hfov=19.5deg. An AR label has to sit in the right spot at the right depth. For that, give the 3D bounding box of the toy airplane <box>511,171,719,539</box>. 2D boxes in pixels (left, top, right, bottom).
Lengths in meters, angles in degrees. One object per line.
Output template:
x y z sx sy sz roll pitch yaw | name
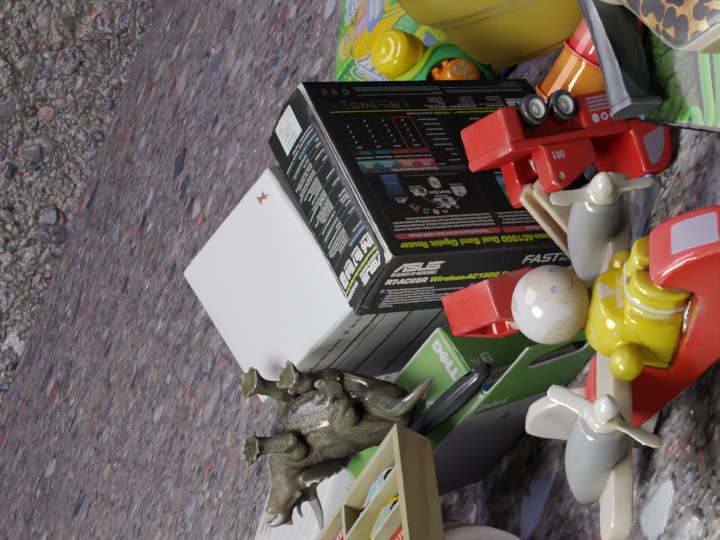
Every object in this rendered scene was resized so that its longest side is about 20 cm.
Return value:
0.144 0.041 1.208 0.200 0.141 0.200 -69 18 3 | toy airplane

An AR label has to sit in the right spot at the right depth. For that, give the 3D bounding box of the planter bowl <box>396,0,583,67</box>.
0.125 -0.205 1.562 0.200 0.084 0.200 -21 13 5 | planter bowl

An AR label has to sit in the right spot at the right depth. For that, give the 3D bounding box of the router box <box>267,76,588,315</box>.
0.057 -0.052 1.394 0.062 0.199 0.150 -57 49 41 | router box

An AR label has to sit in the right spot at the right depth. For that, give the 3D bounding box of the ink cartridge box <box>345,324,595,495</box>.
0.078 0.077 1.401 0.059 0.104 0.200 57 134 21 | ink cartridge box

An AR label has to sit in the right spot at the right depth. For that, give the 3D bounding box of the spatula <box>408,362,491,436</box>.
0.025 0.126 1.358 0.200 0.021 0.057 -54 -5 31 | spatula

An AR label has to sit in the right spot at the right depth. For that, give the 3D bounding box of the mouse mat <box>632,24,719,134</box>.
0.239 -0.179 1.249 0.161 0.008 0.201 13 92 47 | mouse mat

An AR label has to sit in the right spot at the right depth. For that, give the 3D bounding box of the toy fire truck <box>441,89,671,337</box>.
0.129 -0.041 1.338 0.049 0.199 0.142 -24 80 53 | toy fire truck

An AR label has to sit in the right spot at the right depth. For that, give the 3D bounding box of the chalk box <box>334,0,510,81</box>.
0.057 -0.209 1.763 0.200 0.124 0.124 -52 24 44 | chalk box

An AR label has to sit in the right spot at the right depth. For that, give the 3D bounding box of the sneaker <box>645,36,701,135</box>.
0.202 -0.159 1.364 0.115 0.075 0.200 -63 22 9 | sneaker

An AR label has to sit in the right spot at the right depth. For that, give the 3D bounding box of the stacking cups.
0.136 -0.107 1.526 0.201 0.060 0.061 -62 19 17 | stacking cups

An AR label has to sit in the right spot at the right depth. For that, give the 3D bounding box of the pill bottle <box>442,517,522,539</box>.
0.041 0.215 1.363 0.200 0.111 0.112 -7 64 70 | pill bottle

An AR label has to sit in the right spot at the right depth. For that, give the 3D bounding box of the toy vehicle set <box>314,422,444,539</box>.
-0.013 0.207 1.298 0.200 0.026 0.124 -57 19 24 | toy vehicle set

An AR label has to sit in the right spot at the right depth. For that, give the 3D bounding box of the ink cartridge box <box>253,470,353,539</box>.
-0.037 0.199 1.729 0.200 0.047 0.161 168 121 -75 | ink cartridge box

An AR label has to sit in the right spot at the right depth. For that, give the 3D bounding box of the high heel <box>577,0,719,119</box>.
0.196 -0.192 1.236 0.200 0.071 0.143 -30 67 48 | high heel

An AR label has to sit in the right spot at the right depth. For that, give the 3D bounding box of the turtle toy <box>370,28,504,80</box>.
0.063 -0.086 1.620 0.101 0.145 0.201 17 87 42 | turtle toy

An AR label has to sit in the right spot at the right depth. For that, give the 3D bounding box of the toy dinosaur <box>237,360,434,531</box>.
-0.014 0.094 1.371 0.200 0.102 0.077 -37 54 35 | toy dinosaur

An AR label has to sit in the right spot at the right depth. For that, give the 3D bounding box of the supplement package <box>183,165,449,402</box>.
0.000 0.000 1.466 0.117 0.200 0.117 -47 66 35 | supplement package
